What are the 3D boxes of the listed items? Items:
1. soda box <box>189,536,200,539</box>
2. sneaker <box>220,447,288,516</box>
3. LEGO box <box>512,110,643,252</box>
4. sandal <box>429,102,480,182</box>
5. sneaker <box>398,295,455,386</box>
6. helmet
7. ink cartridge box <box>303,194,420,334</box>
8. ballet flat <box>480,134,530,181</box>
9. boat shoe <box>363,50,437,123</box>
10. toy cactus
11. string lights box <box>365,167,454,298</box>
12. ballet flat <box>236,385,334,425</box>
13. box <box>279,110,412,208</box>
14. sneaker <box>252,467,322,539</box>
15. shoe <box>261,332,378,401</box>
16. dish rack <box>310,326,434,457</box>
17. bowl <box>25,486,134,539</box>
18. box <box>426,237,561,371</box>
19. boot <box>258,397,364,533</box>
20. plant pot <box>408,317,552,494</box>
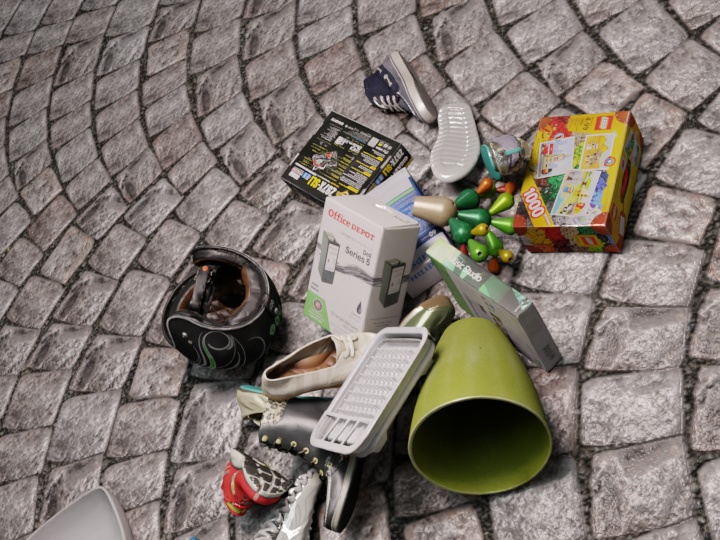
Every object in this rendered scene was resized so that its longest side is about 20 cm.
[{"bbox_3d":[-0.198,0.475,1.519,0.064,0.068,0.200,-47,47,-4],"label":"soda box"},{"bbox_3d":[-0.163,0.325,1.568,0.086,0.076,0.200,-65,14,-7],"label":"sneaker"},{"bbox_3d":[0.326,-0.130,1.586,0.148,0.077,0.202,0,60,33],"label":"LEGO box"},{"bbox_3d":[0.163,-0.206,1.770,0.081,0.050,0.204,-3,44,14],"label":"sandal"},{"bbox_3d":[0.074,0.133,1.581,0.200,0.067,0.090,-40,47,11],"label":"sneaker"},{"bbox_3d":[-0.227,0.069,1.737,0.197,0.191,0.202,3,63,-6],"label":"helmet"},{"bbox_3d":[0.000,0.000,1.638,0.145,0.083,0.202,30,116,43],"label":"ink cartridge box"},{"bbox_3d":[0.227,-0.177,1.640,0.071,0.200,0.073,0,95,3],"label":"ballet flat"},{"bbox_3d":[0.068,-0.303,1.888,0.092,0.075,0.201,-37,39,15],"label":"boat shoe"},{"bbox_3d":[0.161,-0.078,1.624,0.163,0.103,0.201,12,49,5],"label":"toy cactus"},{"bbox_3d":[0.077,-0.063,1.716,0.102,0.059,0.201,-34,47,9],"label":"string lights box"},{"bbox_3d":[-0.112,0.221,1.651,0.198,0.069,0.070,3,61,37],"label":"ballet flat"},{"bbox_3d":[-0.028,-0.182,1.875,0.199,0.049,0.160,30,81,42],"label":"box"},{"bbox_3d":[-0.101,0.374,1.533,0.081,0.075,0.201,35,62,1],"label":"sneaker"},{"bbox_3d":[-0.050,0.135,1.544,0.198,0.054,0.070,-20,54,-8],"label":"shoe"},{"bbox_3d":[0.023,0.169,1.448,0.201,0.043,0.171,-57,18,-16],"label":"dish rack"},{"bbox_3d":[-0.432,0.469,1.674,0.199,0.075,0.201,-37,46,6],"label":"bowl"},{"bbox_3d":[0.188,0.047,1.509,0.036,0.145,0.200,-45,47,-9],"label":"box"},{"bbox_3d":[-0.074,0.269,1.523,0.152,0.074,0.205,6,57,9],"label":"boot"},{"bbox_3d":[0.156,0.164,1.443,0.186,0.188,0.201,-22,36,19],"label":"plant pot"}]
